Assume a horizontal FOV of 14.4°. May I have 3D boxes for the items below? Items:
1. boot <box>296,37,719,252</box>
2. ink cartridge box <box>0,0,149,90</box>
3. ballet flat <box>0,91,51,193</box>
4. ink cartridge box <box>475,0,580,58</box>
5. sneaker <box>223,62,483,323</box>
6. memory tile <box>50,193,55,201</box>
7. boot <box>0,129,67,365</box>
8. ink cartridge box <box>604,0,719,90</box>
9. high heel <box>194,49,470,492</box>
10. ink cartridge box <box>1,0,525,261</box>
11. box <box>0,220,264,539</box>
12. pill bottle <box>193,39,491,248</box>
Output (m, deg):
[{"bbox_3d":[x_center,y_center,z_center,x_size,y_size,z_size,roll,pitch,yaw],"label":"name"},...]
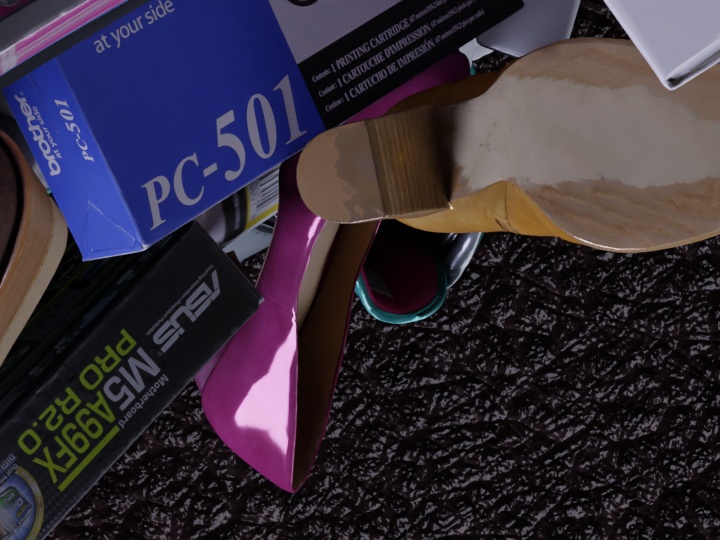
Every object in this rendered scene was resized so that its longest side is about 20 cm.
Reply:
[{"bbox_3d":[0.091,-0.048,0.993,0.201,0.071,0.144,-4,-174,36],"label":"boot"},{"bbox_3d":[-0.062,-0.111,0.895,0.200,0.037,0.095,-36,-178,-18],"label":"ink cartridge box"},{"bbox_3d":[-0.091,-0.083,1.040,0.200,0.073,0.073,-27,178,-36],"label":"ballet flat"},{"bbox_3d":[0.093,-0.179,1.123,0.099,0.039,0.201,-46,156,-85],"label":"ink cartridge box"},{"bbox_3d":[-0.010,-0.023,1.330,0.083,0.121,0.200,9,145,-40],"label":"sneaker"},{"bbox_3d":[-0.179,0.006,1.295,0.017,0.154,0.200,15,153,-31],"label":"memory tile"},{"bbox_3d":[-0.163,0.040,0.821,0.200,0.072,0.166,-68,157,-4],"label":"boot"},{"bbox_3d":[0.099,-0.146,0.878,0.083,0.147,0.200,-35,180,18],"label":"ink cartridge box"},{"bbox_3d":[0.000,0.000,1.121,0.067,0.096,0.200,-24,163,-47],"label":"high heel"},{"bbox_3d":[-0.035,-0.091,1.013,0.200,0.094,0.044,-34,-164,-35],"label":"ink cartridge box"},{"bbox_3d":[-0.146,0.064,1.095,0.200,0.044,0.160,-47,-161,-21],"label":"box"},{"bbox_3d":[-0.025,-0.097,1.207,0.200,0.114,0.114,-34,-178,-24],"label":"pill bottle"}]
